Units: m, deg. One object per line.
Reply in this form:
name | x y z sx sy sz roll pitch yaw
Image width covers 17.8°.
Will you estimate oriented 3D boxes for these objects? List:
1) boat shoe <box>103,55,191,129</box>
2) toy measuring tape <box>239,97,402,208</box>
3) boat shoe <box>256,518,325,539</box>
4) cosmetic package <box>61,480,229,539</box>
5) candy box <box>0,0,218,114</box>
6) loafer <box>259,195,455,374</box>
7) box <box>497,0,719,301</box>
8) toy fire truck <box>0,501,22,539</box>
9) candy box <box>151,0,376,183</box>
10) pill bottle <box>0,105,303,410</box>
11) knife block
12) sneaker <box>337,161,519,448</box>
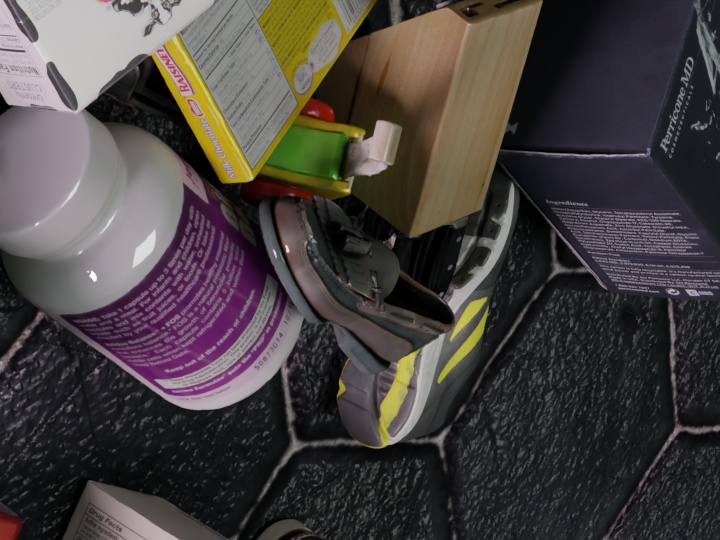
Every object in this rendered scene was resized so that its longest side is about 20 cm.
boat shoe | -0.128 -0.130 1.219 0.201 0.063 0.074 25 92 -49
toy measuring tape | -0.034 -0.068 1.282 0.074 0.200 0.074 1 88 -14
boat shoe | -0.050 0.265 1.511 0.072 0.060 0.200 -5 113 -47
cosmetic package | -0.148 0.237 1.357 0.073 0.104 0.200 23 94 -52
candy box | -0.141 -0.204 1.117 0.168 0.072 0.200 -42 120 -25
loafer | 0.000 0.000 1.299 0.063 0.072 0.200 -18 156 10
box | 0.197 -0.112 1.497 0.197 0.124 0.200 43 59 -48
toy fire truck | -0.269 0.071 1.083 0.200 0.168 0.112 34 83 -51
candy box | -0.046 -0.148 1.259 0.102 0.026 0.200 61 42 -29
pill bottle | -0.123 -0.011 1.244 0.112 0.112 0.200 -58 141 -8
knife block | 0.043 -0.062 1.359 0.064 0.200 0.176 -24 96 -39
sneaker | 0.049 0.021 1.496 0.200 0.074 0.085 -64 154 6
